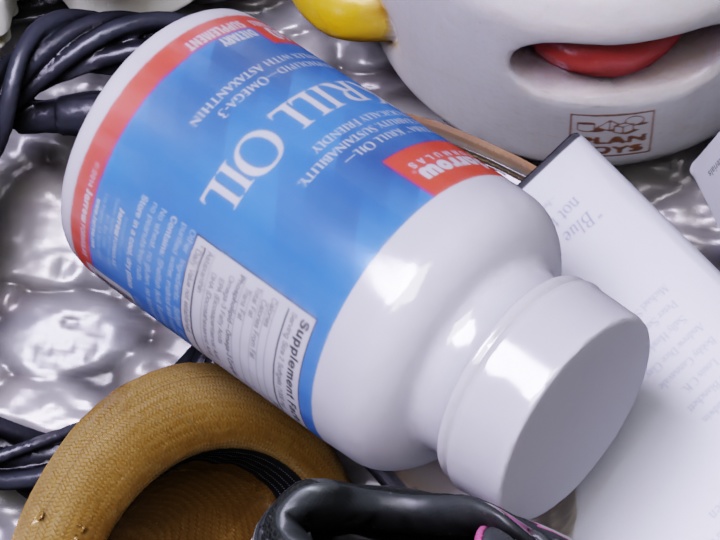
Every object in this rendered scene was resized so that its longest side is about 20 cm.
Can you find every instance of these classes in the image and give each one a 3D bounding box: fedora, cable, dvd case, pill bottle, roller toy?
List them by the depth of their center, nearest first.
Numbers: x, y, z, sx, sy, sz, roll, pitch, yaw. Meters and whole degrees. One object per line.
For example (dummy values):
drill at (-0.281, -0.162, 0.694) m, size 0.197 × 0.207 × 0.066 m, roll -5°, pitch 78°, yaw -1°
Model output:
pill bottle at (0.000, 0.000, 1.044) m, size 0.200 × 0.112 × 0.112 m, roll 33°, pitch 79°, yaw 26°
dvd case at (0.091, 0.064, 1.063) m, size 0.143 × 0.018 × 0.200 m, roll -43°, pitch 65°, yaw 0°
fedora at (-0.077, 0.132, 1.092) m, size 0.082 × 0.200 × 0.201 m, roll -8°, pitch 69°, yaw 43°
roller toy at (0.088, -0.138, 1.145) m, size 0.182 × 0.140 × 0.200 m, roll 38°, pitch 70°, yaw 18°
cable at (-0.109, -0.004, 1.150) m, size 0.200 × 0.051 × 0.163 m, roll -42°, pitch 93°, yaw 0°

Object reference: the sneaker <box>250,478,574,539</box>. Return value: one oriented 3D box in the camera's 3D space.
sneaker at (0.053, 0.117, 0.975) m, size 0.199 × 0.086 × 0.081 m, roll 10°, pitch 64°, yaw 2°

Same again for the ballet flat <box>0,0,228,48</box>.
ballet flat at (-0.128, -0.126, 1.188) m, size 0.199 × 0.068 × 0.069 m, roll -9°, pitch 40°, yaw 2°

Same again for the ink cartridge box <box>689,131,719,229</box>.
ink cartridge box at (0.236, 0.012, 1.099) m, size 0.145 × 0.084 × 0.201 m, roll -17°, pitch 72°, yaw -24°

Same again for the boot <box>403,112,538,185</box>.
boot at (0.059, 0.019, 1.136) m, size 0.200 × 0.075 × 0.097 m, roll 30°, pitch 75°, yaw 10°
